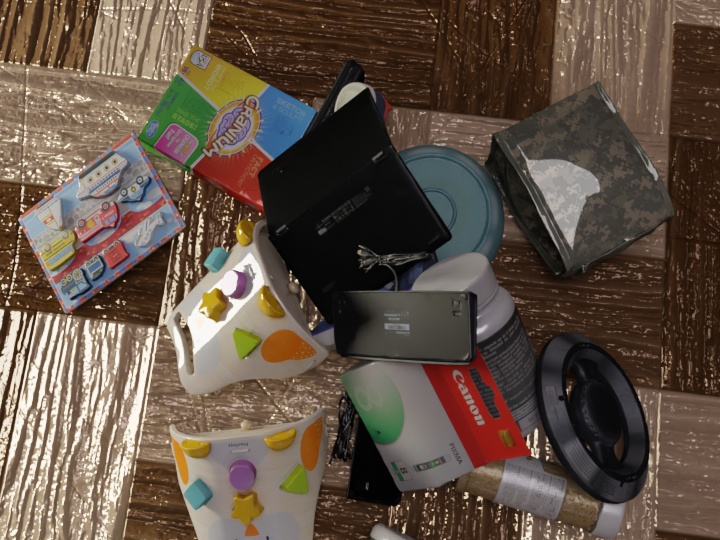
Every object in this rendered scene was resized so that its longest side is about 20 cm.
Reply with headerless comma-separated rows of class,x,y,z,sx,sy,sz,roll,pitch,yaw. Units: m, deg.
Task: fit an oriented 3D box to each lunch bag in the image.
lunch bag,0.276,-0.105,1.055,0.161,0.118,0.203,-26,73,-6

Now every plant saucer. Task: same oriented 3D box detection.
plant saucer,0.094,-0.073,1.098,0.194,0.027,0.206,0,78,1

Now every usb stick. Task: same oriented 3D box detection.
usb stick,-0.050,-0.187,1.112,0.032,0.056,0.203,26,79,7

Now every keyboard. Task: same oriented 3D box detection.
keyboard,0.014,0.184,1.044,0.102,0.039,0.205,15,75,-20
keyboard,0.044,0.036,0.920,0.197,0.020,0.131,-1,92,41

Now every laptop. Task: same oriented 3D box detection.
laptop,-0.014,-0.082,1.020,0.185,0.116,0.202,-34,97,15

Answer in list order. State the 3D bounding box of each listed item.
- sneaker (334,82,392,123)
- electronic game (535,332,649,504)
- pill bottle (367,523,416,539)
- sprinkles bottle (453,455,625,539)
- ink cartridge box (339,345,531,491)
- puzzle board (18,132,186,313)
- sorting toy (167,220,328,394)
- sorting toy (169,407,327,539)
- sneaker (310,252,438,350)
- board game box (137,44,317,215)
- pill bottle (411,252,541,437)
sneaker,-0.008,-0.138,1.097,0.074,0.084,0.204,28,102,35
electronic game,0.274,0.170,0.977,0.197,0.041,0.204,24,51,-33
pill bottle,0.025,0.405,0.945,0.110,0.113,0.204,24,79,7
sprinkles bottle,0.213,0.259,0.997,0.195,0.068,0.070,16,78,5
ink cartridge box,0.078,0.163,0.945,0.050,0.199,0.164,-29,92,-37
puzzle board,-0.341,-0.063,1.090,0.198,0.017,0.152,-34,78,5
sorting toy,-0.160,0.055,1.021,0.179,0.106,0.203,-36,56,17
sorting toy,-0.131,0.275,1.001,0.194,0.107,0.185,-6,96,0
sneaker,0.000,0.000,1.046,0.197,0.080,0.149,-27,76,12
board game box,-0.175,-0.190,1.123,0.197,0.040,0.155,28,79,7
pill bottle,0.141,0.090,0.971,0.112,0.114,0.203,-28,111,-6
